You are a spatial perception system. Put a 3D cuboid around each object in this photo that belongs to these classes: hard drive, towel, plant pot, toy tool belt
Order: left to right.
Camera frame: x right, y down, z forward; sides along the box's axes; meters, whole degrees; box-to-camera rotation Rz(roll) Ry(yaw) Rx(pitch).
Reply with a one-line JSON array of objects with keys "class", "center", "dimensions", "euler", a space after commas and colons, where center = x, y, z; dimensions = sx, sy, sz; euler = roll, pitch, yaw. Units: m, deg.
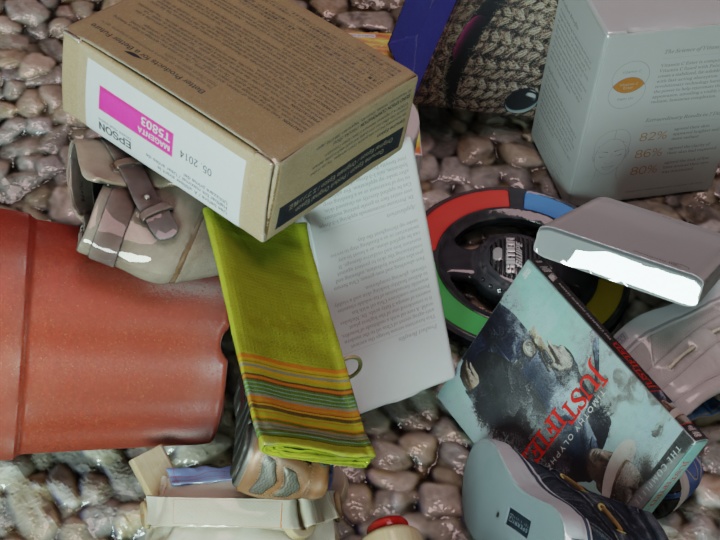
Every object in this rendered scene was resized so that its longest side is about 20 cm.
[{"class": "plant pot", "center": [-0.202, 0.051, 1.100], "dimensions": [0.194, 0.201, 0.202], "euler": [4, 45, -13]}, {"class": "toy tool belt", "center": [-0.058, 0.167, 1.040], "dimensions": [0.198, 0.125, 0.124], "euler": [-5, 55, -11]}, {"class": "towel", "center": [-0.049, 0.039, 0.985], "dimensions": [0.086, 0.018, 0.201], "euler": [13, 44, -35]}, {"class": "hard drive", "center": [0.229, -0.020, 1.202], "dimensions": [0.131, 0.027, 0.200], "euler": [20, 17, 18]}]

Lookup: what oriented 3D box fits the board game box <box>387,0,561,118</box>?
[{"class": "board game box", "center": [0.150, -0.236, 1.393], "dimensions": [0.199, 0.160, 0.097], "euler": [3, 44, -23]}]

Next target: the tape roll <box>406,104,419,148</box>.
[{"class": "tape roll", "center": [-0.051, -0.111, 1.257], "dimensions": [0.201, 0.071, 0.203], "euler": [6, 34, -4]}]

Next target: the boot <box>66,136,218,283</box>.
[{"class": "boot", "center": [-0.140, -0.075, 1.079], "dimensions": [0.145, 0.070, 0.201], "euler": [8, 45, -20]}]

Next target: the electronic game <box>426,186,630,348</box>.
[{"class": "electronic game", "center": [0.134, -0.001, 1.276], "dimensions": [0.198, 0.042, 0.201], "euler": [3, 46, -3]}]

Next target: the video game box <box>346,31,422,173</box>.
[{"class": "video game box", "center": [-0.044, -0.160, 1.411], "dimensions": [0.198, 0.047, 0.183], "euler": [2, 48, -4]}]

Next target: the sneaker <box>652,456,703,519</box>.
[{"class": "sneaker", "center": [0.178, 0.123, 1.154], "dimensions": [0.200, 0.076, 0.077], "euler": [39, 27, 31]}]

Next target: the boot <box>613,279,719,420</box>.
[{"class": "boot", "center": [0.291, 0.068, 1.204], "dimensions": [0.199, 0.074, 0.096], "euler": [-20, 61, -35]}]

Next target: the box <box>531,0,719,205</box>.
[{"class": "box", "center": [0.255, -0.172, 1.344], "dimensions": [0.151, 0.201, 0.107], "euler": [-7, 47, -13]}]

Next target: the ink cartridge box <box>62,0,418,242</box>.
[{"class": "ink cartridge box", "center": [-0.087, -0.127, 1.053], "dimensions": [0.199, 0.075, 0.165], "euler": [34, 46, 22]}]

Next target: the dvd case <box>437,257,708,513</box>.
[{"class": "dvd case", "center": [0.151, 0.109, 1.108], "dimensions": [0.022, 0.146, 0.200], "euler": [3, 38, -46]}]

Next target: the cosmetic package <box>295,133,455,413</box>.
[{"class": "cosmetic package", "center": [0.000, 0.000, 1.148], "dimensions": [0.101, 0.201, 0.071], "euler": [-18, 19, -23]}]

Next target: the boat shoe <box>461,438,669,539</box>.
[{"class": "boat shoe", "center": [0.142, 0.179, 1.056], "dimensions": [0.090, 0.071, 0.200], "euler": [13, 9, -19]}]

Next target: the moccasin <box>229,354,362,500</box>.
[{"class": "moccasin", "center": [-0.043, 0.085, 1.024], "dimensions": [0.077, 0.074, 0.202], "euler": [18, 22, -11]}]
